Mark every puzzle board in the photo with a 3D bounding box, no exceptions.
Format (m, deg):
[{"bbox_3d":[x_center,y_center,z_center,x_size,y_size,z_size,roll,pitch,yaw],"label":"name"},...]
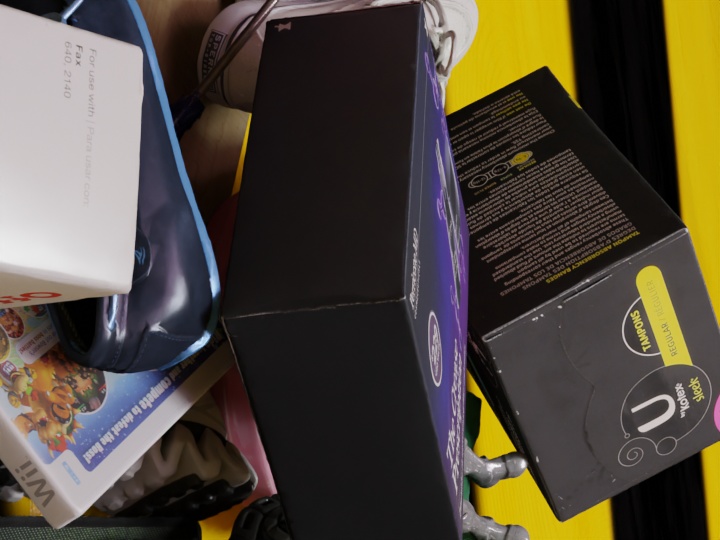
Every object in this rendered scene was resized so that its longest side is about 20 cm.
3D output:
[{"bbox_3d":[-0.097,-0.104,0.965,0.151,0.017,0.201,49,43,-48],"label":"puzzle board"}]

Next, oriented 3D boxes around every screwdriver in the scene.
[{"bbox_3d":[-0.063,-0.088,0.908,0.200,0.028,0.029,-50,141,-20],"label":"screwdriver"}]

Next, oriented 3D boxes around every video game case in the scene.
[{"bbox_3d":[-0.138,-0.016,0.773,0.200,0.018,0.143,54,32,-6],"label":"video game case"}]

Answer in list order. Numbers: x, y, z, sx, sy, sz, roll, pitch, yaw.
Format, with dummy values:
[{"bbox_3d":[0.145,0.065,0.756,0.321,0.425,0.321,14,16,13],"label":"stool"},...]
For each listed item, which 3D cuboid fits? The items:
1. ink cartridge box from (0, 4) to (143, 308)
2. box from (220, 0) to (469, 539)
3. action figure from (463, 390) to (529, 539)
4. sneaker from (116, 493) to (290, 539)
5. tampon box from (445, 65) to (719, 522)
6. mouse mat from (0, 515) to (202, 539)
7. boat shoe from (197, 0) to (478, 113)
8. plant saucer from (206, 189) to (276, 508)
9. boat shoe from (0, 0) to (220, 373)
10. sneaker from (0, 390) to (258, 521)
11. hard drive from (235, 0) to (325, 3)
[{"bbox_3d":[-0.184,-0.039,0.588,0.199,0.146,0.086,13,74,-50],"label":"ink cartridge box"},{"bbox_3d":[0.000,0.000,0.860,0.201,0.078,0.142,-85,163,-48],"label":"box"},{"bbox_3d":[0.024,0.093,0.999,0.200,0.054,0.119,32,50,-54],"label":"action figure"},{"bbox_3d":[-0.063,0.158,0.842,0.199,0.076,0.091,-6,116,-51],"label":"sneaker"},{"bbox_3d":[0.110,0.009,1.140,0.150,0.126,0.200,64,-3,-37],"label":"tampon box"},{"bbox_3d":[-0.131,0.179,0.812,0.200,0.007,0.162,13,88,-63],"label":"mouse mat"},{"bbox_3d":[0.015,-0.109,1.004,0.201,0.086,0.075,-13,120,-51],"label":"boat shoe"},{"bbox_3d":[-0.037,0.037,1.002,0.200,0.050,0.202,0,90,-72],"label":"plant saucer"},{"bbox_3d":[-0.112,-0.059,0.753,0.068,0.084,0.201,-13,72,-53],"label":"boat shoe"},{"bbox_3d":[-0.121,0.054,0.843,0.200,0.075,0.081,30,41,-58],"label":"sneaker"},{"bbox_3d":[-0.028,-0.195,1.086,0.132,0.027,0.201,38,46,-56],"label":"hard drive"}]
